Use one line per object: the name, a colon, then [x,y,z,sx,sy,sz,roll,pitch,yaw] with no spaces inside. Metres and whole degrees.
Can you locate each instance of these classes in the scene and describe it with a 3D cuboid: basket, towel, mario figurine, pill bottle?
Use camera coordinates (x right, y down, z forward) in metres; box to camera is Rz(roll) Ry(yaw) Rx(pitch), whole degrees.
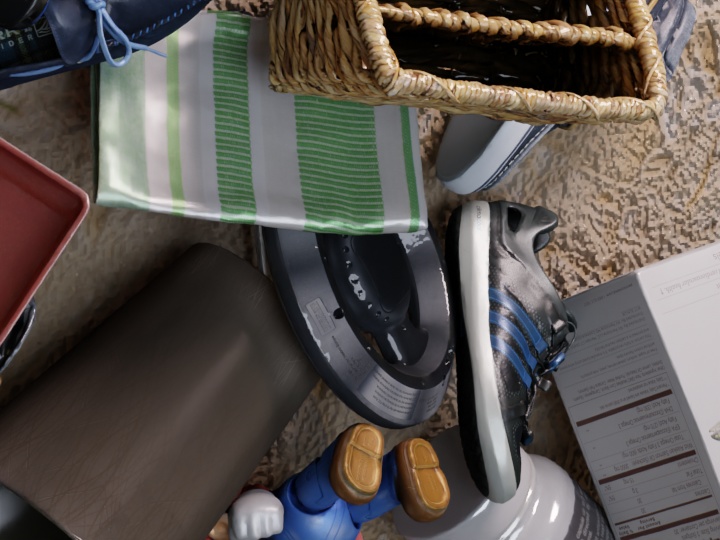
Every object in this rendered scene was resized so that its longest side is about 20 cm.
basket: [0.066,-0.160,1.478,0.200,0.149,0.143,5,91,-28]
basket: [-0.123,0.092,1.541,0.200,0.180,0.136,-47,130,-19]
towel: [-0.060,-0.092,1.515,0.200,0.023,0.153,7,56,-20]
mario figurine: [-0.032,0.173,1.594,0.123,0.200,0.106,45,46,-8]
pill bottle: [0.119,0.194,1.718,0.113,0.113,0.200,-50,121,-7]

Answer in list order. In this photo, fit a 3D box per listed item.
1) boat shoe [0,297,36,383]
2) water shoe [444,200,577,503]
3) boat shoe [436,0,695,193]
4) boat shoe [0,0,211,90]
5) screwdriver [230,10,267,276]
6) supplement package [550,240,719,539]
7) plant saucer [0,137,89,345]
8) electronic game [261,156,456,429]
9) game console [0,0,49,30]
boat shoe: [-0.237,0.063,1.464,0.071,0.091,0.200,21,67,-67]
water shoe: [0.101,0.047,1.635,0.079,0.072,0.200,-2,71,-7]
boat shoe: [0.136,-0.116,1.655,0.091,0.071,0.200,39,82,-27]
boat shoe: [-0.162,-0.138,1.450,0.200,0.069,0.084,-27,99,14]
screwdriver: [-0.063,-0.062,1.596,0.029,0.028,0.200,-9,106,5]
supplement package: [0.218,0.093,1.686,0.117,0.117,0.200,-19,86,-38]
plant saucer: [-0.272,-0.002,1.438,0.200,0.200,0.037,-57,161,-3]
electronic game: [0.000,0.000,1.578,0.042,0.200,0.200,-21,122,26]
game console: [-0.227,-0.256,1.403,0.118,0.171,0.200,29,85,-57]
